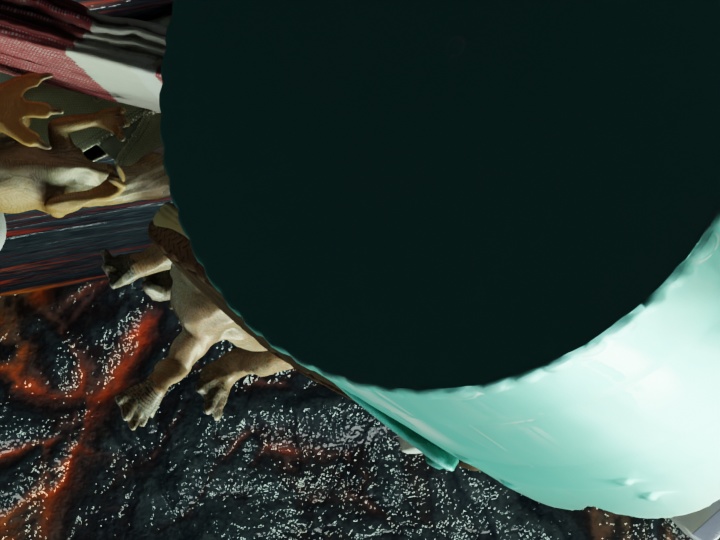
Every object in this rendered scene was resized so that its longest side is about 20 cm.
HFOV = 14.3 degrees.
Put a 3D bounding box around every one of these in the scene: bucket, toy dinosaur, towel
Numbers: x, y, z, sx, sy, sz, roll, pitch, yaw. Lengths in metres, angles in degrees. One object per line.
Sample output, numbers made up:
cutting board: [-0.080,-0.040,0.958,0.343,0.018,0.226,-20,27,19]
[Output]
bucket: [0.053,-0.042,0.766,0.207,0.207,0.135,-11,162,27]
toy dinosaur: [-0.149,-0.039,1.018,0.200,0.061,0.106,10,174,-11]
towel: [-0.060,-0.067,0.979,0.200,0.023,0.144,15,176,4]
toy dinosaur: [-0.032,0.006,1.221,0.135,0.086,0.200,-23,169,15]

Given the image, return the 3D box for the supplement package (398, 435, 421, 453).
supplement package: [0.077,-0.018,1.424,0.117,0.200,0.117,-10,178,24]

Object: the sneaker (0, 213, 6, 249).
sneaker: [-0.236,-0.021,1.228,0.200,0.075,0.082,6,152,22]

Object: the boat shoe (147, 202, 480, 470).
boat shoe: [0.003,0.004,1.031,0.202,0.075,0.075,31,168,46]

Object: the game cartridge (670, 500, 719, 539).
game cartridge: [0.180,0.002,1.029,0.200,0.038,0.130,-44,-156,17]

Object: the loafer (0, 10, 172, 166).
loafer: [-0.074,-0.069,1.182,0.200,0.070,0.075,-10,178,22]
